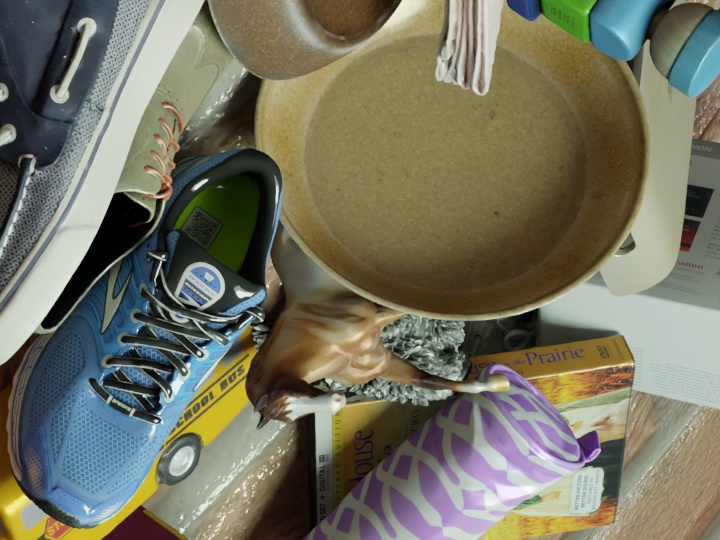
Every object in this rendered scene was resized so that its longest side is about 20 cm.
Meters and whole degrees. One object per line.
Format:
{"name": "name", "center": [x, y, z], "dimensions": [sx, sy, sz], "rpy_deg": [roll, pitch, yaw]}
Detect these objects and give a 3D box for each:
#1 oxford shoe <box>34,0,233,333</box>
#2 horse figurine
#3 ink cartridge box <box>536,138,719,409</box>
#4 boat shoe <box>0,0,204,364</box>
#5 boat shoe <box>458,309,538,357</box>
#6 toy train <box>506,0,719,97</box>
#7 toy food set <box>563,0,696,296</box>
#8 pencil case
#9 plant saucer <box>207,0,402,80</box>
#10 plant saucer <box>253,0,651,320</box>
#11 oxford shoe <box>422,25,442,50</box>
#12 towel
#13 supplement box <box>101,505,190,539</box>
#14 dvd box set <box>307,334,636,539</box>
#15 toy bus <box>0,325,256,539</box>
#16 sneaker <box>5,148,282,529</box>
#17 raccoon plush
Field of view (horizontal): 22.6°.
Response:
{"name": "oxford shoe", "center": [-0.101, -0.053, 0.812], "dimensions": [0.200, 0.075, 0.070], "rpy_deg": [-54, 145, -10]}
{"name": "horse figurine", "center": [0.000, 0.000, 0.931], "dimensions": [0.132, 0.200, 0.050], "rpy_deg": [-5, 142, -6]}
{"name": "ink cartridge box", "center": [0.233, 0.001, 1.156], "dimensions": [0.176, 0.200, 0.084], "rpy_deg": [-58, 154, -45]}
{"name": "boat shoe", "center": [-0.139, -0.069, 0.724], "dimensions": [0.093, 0.075, 0.200], "rpy_deg": [29, 75, -24]}
{"name": "boat shoe", "center": [0.086, 0.068, 1.175], "dimensions": [0.074, 0.065, 0.202], "rpy_deg": [-3, 118, -53]}
{"name": "toy train", "center": [0.168, -0.188, 0.879], "dimensions": [0.200, 0.116, 0.085], "rpy_deg": [-53, 166, -6]}
{"name": "toy food set", "center": [0.149, -0.103, 1.037], "dimensions": [0.144, 0.060, 0.200], "rpy_deg": [56, 39, -56]}
{"name": "pencil case", "center": [0.041, 0.144, 1.056], "dimensions": [0.200, 0.085, 0.084], "rpy_deg": [-46, -163, 23]}
{"name": "plant saucer", "center": [-0.007, -0.182, 0.832], "dimensions": [0.200, 0.034, 0.201], "rpy_deg": [-44, 143, -46]}
{"name": "plant saucer", "center": [0.045, -0.062, 0.913], "dimensions": [0.200, 0.200, 0.035], "rpy_deg": [-46, 168, -20]}
{"name": "oxford shoe", "center": [0.089, -0.118, 1.048], "dimensions": [0.200, 0.071, 0.073], "rpy_deg": [23, 70, -57]}
{"name": "towel", "center": [0.055, -0.215, 0.849], "dimensions": [0.200, 0.032, 0.191], "rpy_deg": [-78, 169, -46]}
{"name": "supplement box", "center": [-0.089, 0.218, 0.997], "dimensions": [0.103, 0.131, 0.200], "rpy_deg": [-53, 148, -10]}
{"name": "dvd box set", "center": [0.066, 0.115, 1.120], "dimensions": [0.200, 0.029, 0.147], "rpy_deg": [-7, 129, -10]}
{"name": "toy bus", "center": [-0.140, 0.086, 0.881], "dimensions": [0.200, 0.065, 0.078], "rpy_deg": [-40, 143, -28]}
{"name": "sneaker", "center": [-0.094, 0.022, 0.818], "dimensions": [0.089, 0.078, 0.200], "rpy_deg": [-29, -147, 62]}
{"name": "raccoon plush", "center": [0.007, 0.000, 0.997], "dimensions": [0.200, 0.097, 0.134], "rpy_deg": [-8, 114, -51]}
